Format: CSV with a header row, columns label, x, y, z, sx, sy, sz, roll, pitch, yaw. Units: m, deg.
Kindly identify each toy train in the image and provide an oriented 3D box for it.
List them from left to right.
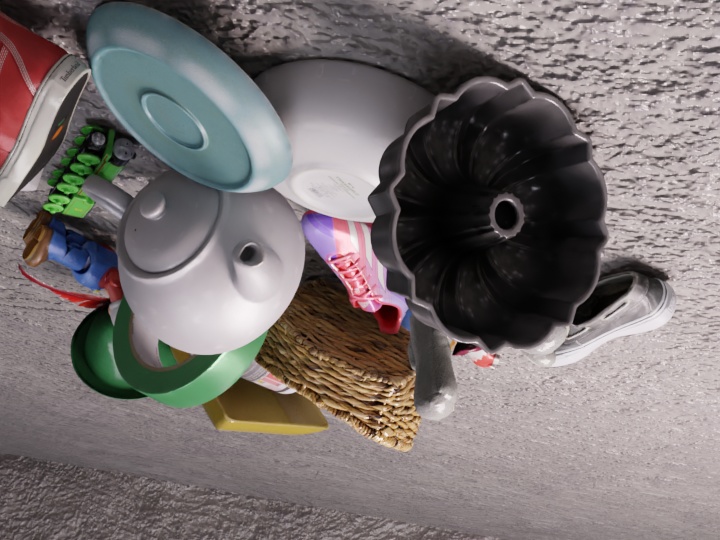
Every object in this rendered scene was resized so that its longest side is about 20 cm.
label,x,y,z,sx,sy,sz,roll,pitch,yaw
toy train,-0.283,-0.098,0.977,0.056,0.042,0.200,13,160,-27

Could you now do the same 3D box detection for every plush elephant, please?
label,x,y,z,sx,sy,sz,roll,pitch,yaw
plush elephant,0.124,0.034,0.879,0.154,0.201,0.165,16,130,-43

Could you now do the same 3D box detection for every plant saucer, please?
label,x,y,z,sx,sy,sz,roll,pitch,yaw
plant saucer,-0.145,-0.128,0.760,0.199,0.028,0.201,28,155,14
plant saucer,-0.163,0.152,1.276,0.199,0.200,0.049,15,119,-49

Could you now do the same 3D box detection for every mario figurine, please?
label,x,y,z,sx,sy,sz,roll,pitch,yaw
mario figurine,-0.329,0.015,1.172,0.199,0.124,0.106,31,139,-29

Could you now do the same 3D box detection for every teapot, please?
label,x,y,z,sx,sy,sz,roll,pitch,yaw
teapot,-0.160,-0.028,0.887,0.198,0.199,0.146,-23,143,17

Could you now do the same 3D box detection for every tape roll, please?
label,x,y,z,sx,sy,sz,roll,pitch,yaw
tape roll,-0.192,0.051,1.065,0.199,0.202,0.048,-3,154,34

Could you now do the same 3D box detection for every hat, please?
label,x,y,z,sx,sy,sz,roll,pitch,yaw
hat,-0.309,0.059,1.234,0.166,0.199,0.177,48,148,23

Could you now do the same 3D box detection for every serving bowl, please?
label,x,y,z,sx,sy,sz,roll,pitch,yaw
serving bowl,-0.012,-0.093,0.801,0.198,0.066,0.200,12,158,5

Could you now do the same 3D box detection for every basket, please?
label,x,y,z,sx,sy,sz,roll,pitch,yaw
basket,-0.029,0.128,1.081,0.199,0.150,0.142,30,-151,22

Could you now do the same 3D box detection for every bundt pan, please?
label,x,y,z,sx,sy,sz,roll,pitch,yaw
bundt pan,0.090,-0.041,0.715,0.200,0.204,0.076,24,169,-25

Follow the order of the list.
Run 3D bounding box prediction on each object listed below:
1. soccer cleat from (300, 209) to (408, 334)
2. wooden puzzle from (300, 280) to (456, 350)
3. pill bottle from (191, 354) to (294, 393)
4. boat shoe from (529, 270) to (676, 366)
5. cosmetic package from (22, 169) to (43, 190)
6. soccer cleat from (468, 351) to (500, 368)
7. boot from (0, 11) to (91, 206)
label,x,y,z,sx,sy,sz,roll,pitch,yaw
soccer cleat,0.000,0.000,0.999,0.066,0.077,0.200,-3,154,29
wooden puzzle,0.041,0.070,1.186,0.198,0.047,0.185,-1,154,30
pill bottle,-0.118,0.094,1.238,0.199,0.117,0.115,28,154,-31
boat shoe,0.236,0.042,0.999,0.071,0.073,0.199,32,141,-23
cosmetic package,-0.388,-0.151,0.863,0.100,0.072,0.200,1,155,24
soccer cleat,0.128,0.052,1.077,0.084,0.069,0.200,19,159,16
boot,-0.320,-0.148,0.792,0.144,0.073,0.200,35,138,-10
